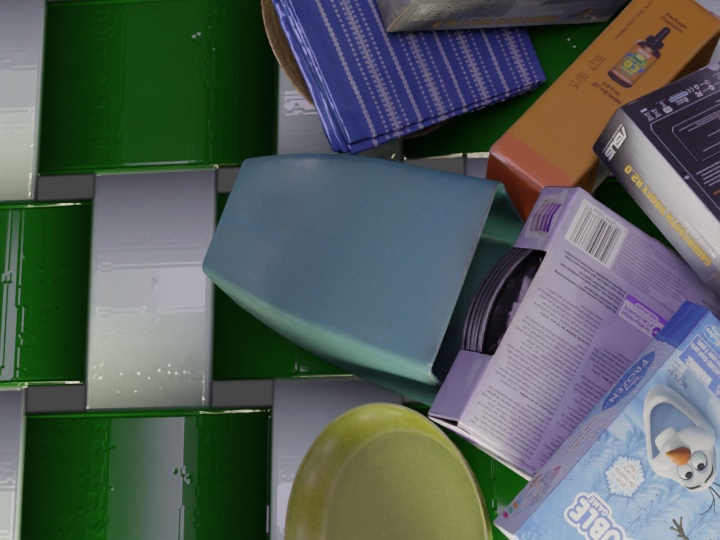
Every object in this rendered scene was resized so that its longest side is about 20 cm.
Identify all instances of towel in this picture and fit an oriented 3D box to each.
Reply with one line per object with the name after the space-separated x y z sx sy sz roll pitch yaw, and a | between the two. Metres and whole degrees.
0.034 -0.173 1.495 0.199 0.024 0.146 -21 86 -34 | towel

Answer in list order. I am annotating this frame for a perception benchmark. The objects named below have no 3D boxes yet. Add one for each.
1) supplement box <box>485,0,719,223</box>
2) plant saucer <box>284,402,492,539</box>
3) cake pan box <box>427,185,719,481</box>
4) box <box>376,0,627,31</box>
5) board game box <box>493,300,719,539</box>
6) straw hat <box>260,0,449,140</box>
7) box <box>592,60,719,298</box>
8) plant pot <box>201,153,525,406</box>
0.176 -0.119 1.481 0.066 0.069 0.200 39 72 17 | supplement box
0.024 0.192 1.411 0.199 0.031 0.202 -4 84 46 | plant saucer
0.162 0.065 1.402 0.199 0.052 0.185 31 78 -25 | cake pan box
0.091 -0.259 1.513 0.199 0.048 0.159 -7 71 -29 | box
0.225 0.161 1.373 0.200 0.043 0.199 43 85 -17 | board game box
-0.006 -0.181 1.534 0.200 0.085 0.203 8 73 -29 | straw hat
0.283 -0.073 1.421 0.199 0.048 0.159 -27 70 -35 | box
0.000 0.000 1.464 0.199 0.141 0.142 16 77 21 | plant pot
